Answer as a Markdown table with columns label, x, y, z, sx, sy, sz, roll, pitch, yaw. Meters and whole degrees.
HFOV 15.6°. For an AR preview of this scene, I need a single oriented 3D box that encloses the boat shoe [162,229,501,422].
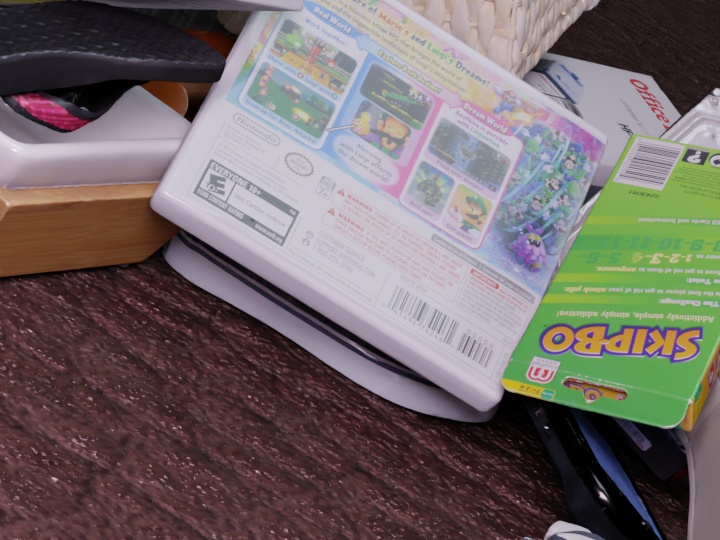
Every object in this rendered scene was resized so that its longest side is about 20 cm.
| label | x | y | z | sx | sy | sz | roll | pitch | yaw |
| --- | --- | --- | --- | --- | --- | --- | --- | --- | --- |
| boat shoe | 0.000 | 0.000 | 1.380 | 0.200 | 0.091 | 0.071 | 29 | 17 | -2 |

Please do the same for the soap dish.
| label | x | y | z | sx | sy | sz | roll | pitch | yaw |
| --- | --- | --- | --- | --- | --- | --- | --- | --- | --- |
| soap dish | -0.180 | -0.063 | 1.289 | 0.157 | 0.081 | 0.200 | 36 | 17 | 20 |

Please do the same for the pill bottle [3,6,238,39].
| label | x | y | z | sx | sy | sz | roll | pitch | yaw |
| --- | --- | --- | --- | --- | --- | --- | --- | --- | --- |
| pill bottle | -0.138 | -0.164 | 1.594 | 0.199 | 0.114 | 0.114 | 25 | 17 | -14 |

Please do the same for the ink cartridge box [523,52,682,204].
| label | x | y | z | sx | sy | sz | roll | pitch | yaw |
| --- | --- | --- | --- | --- | --- | --- | --- | --- | --- |
| ink cartridge box | 0.096 | -0.065 | 1.526 | 0.199 | 0.086 | 0.147 | 9 | 29 | -24 |

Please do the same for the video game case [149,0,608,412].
| label | x | y | z | sx | sy | sz | roll | pitch | yaw |
| --- | --- | --- | --- | --- | --- | --- | --- | --- | --- |
| video game case | 0.015 | -0.051 | 1.331 | 0.200 | 0.024 | 0.182 | 32 | 55 | -9 |

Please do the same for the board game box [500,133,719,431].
| label | x | y | z | sx | sy | sz | roll | pitch | yaw |
| --- | --- | --- | --- | --- | --- | --- | --- | --- | --- |
| board game box | 0.149 | 0.008 | 1.328 | 0.095 | 0.030 | 0.200 | 12 | 44 | 22 |

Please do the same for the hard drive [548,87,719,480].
| label | x | y | z | sx | sy | sz | roll | pitch | yaw |
| --- | --- | --- | --- | --- | --- | --- | --- | --- | --- |
| hard drive | 0.180 | 0.003 | 1.423 | 0.140 | 0.038 | 0.200 | 49 | 52 | 4 |

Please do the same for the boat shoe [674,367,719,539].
| label | x | y | z | sx | sy | sz | roll | pitch | yaw |
| --- | --- | --- | --- | --- | --- | --- | --- | --- | --- |
| boat shoe | 0.201 | 0.106 | 1.304 | 0.063 | 0.073 | 0.201 | 11 | 51 | -21 |

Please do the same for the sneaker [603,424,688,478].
| label | x | y | z | sx | sy | sz | roll | pitch | yaw |
| --- | --- | --- | --- | --- | --- | --- | --- | --- | --- |
| sneaker | 0.124 | 0.045 | 1.446 | 0.200 | 0.085 | 0.075 | 41 | 53 | -2 |

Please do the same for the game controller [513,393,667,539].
| label | x | y | z | sx | sy | sz | roll | pitch | yaw |
| --- | --- | --- | --- | --- | --- | --- | --- | --- | --- |
| game controller | 0.118 | 0.099 | 1.326 | 0.105 | 0.042 | 0.200 | 60 | 3 | -26 |

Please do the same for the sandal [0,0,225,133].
| label | x | y | z | sx | sy | sz | roll | pitch | yaw |
| --- | --- | --- | --- | --- | --- | --- | --- | --- | --- |
| sandal | -0.153 | -0.091 | 1.217 | 0.199 | 0.045 | 0.075 | -7 | 30 | -39 |

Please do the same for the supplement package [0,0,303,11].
| label | x | y | z | sx | sy | sz | roll | pitch | yaw |
| --- | --- | --- | --- | --- | --- | --- | --- | --- | --- |
| supplement package | -0.137 | -0.187 | 1.289 | 0.199 | 0.110 | 0.114 | 4 | 2 | 25 |

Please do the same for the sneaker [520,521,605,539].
| label | x | y | z | sx | sy | sz | roll | pitch | yaw |
| --- | --- | --- | --- | --- | --- | --- | --- | --- | --- |
| sneaker | 0.113 | 0.170 | 1.083 | 0.129 | 0.080 | 0.199 | 24 | 5 | 12 |

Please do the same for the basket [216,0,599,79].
| label | x | y | z | sx | sy | sz | roll | pitch | yaw |
| --- | --- | --- | --- | --- | --- | --- | --- | --- | --- |
| basket | 0.035 | -0.228 | 1.465 | 0.198 | 0.201 | 0.161 | 16 | 35 | 16 |

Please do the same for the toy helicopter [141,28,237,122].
| label | x | y | z | sx | sy | sz | roll | pitch | yaw |
| --- | --- | --- | --- | --- | --- | --- | --- | --- | --- |
| toy helicopter | -0.087 | -0.104 | 1.431 | 0.132 | 0.079 | 0.200 | 13 | -9 | -38 |
